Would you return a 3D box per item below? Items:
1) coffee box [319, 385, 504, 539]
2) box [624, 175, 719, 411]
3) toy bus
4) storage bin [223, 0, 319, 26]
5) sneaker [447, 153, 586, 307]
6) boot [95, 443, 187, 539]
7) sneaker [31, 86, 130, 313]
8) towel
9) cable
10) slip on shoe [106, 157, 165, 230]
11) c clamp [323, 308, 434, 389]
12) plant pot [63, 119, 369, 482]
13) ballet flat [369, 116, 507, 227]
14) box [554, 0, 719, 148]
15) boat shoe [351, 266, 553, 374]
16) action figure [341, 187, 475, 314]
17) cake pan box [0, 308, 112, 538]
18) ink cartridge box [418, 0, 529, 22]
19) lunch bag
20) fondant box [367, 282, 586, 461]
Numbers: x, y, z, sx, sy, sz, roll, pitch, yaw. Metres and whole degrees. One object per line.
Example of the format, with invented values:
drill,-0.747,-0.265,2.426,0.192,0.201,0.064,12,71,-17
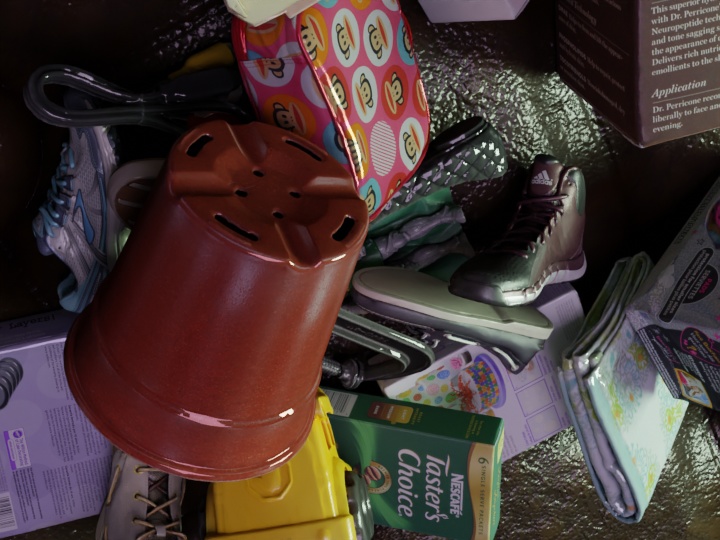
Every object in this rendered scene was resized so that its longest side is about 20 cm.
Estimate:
coffee box,0.029,0.175,1.318,0.198,0.044,0.124,10,124,13
box,0.355,0.013,1.320,0.200,0.114,0.132,-51,126,-22
toy bus,-0.070,0.150,1.226,0.134,0.200,0.194,-11,85,3
storage bin,-0.043,-0.301,0.982,0.198,0.201,0.094,-28,167,14
sneaker,0.139,-0.041,1.255,0.200,0.075,0.117,-20,119,-58
boot,-0.168,0.203,1.202,0.071,0.155,0.201,6,116,-23
sneaker,-0.221,-0.048,1.153,0.086,0.078,0.202,-9,118,-6
towel,0.254,0.108,1.362,0.171,0.048,0.201,-52,132,-39
cable,-0.157,-0.121,1.113,0.199,0.050,0.098,-13,84,-26
slip on shoe,-0.120,-0.065,1.150,0.199,0.061,0.076,4,140,-43
c clamp,-0.043,0.063,1.259,0.199,0.027,0.171,21,150,-29
plant pot,-0.095,0.012,1.051,0.199,0.202,0.196,7,131,-23
ballet flat,0.034,-0.058,1.214,0.199,0.067,0.057,-31,109,1
box,0.259,-0.233,1.166,0.165,0.164,0.201,-13,121,-11
boat shoe,0.074,0.048,1.249,0.199,0.073,0.063,13,114,-29
action figure,0.000,0.000,1.270,0.199,0.055,0.119,-23,121,-4
cake pan box,-0.257,0.131,1.252,0.183,0.052,0.201,-12,120,-11
ink cartridge box,0.079,-0.275,1.081,0.044,0.173,0.200,-52,126,-25
lunch bag,-0.010,-0.154,1.133,0.081,0.176,0.201,3,127,31
fondant box,0.125,0.104,1.367,0.199,0.058,0.145,-27,123,-4
